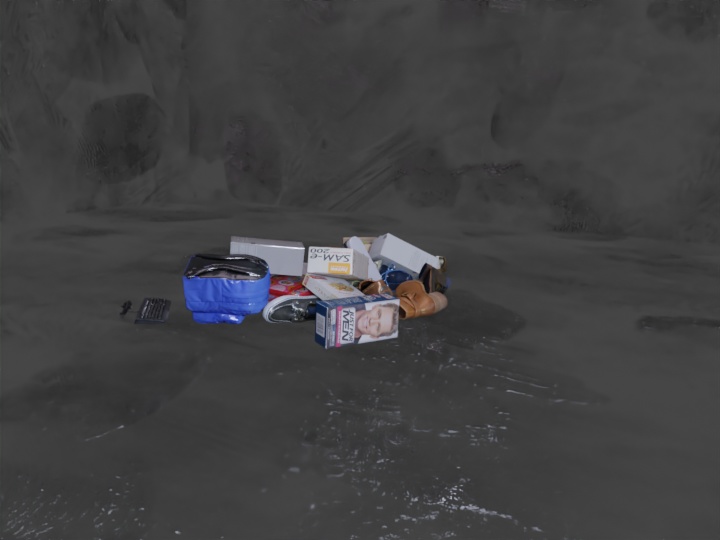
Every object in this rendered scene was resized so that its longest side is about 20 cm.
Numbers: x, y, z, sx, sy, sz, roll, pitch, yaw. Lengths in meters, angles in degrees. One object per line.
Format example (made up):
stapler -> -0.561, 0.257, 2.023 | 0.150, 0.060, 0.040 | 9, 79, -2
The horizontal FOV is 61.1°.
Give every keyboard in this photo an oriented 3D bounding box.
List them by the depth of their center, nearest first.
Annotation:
keyboard -> -0.562, 0.101, 1.581 | 0.127, 0.021, 0.200 | 0, 12, -14

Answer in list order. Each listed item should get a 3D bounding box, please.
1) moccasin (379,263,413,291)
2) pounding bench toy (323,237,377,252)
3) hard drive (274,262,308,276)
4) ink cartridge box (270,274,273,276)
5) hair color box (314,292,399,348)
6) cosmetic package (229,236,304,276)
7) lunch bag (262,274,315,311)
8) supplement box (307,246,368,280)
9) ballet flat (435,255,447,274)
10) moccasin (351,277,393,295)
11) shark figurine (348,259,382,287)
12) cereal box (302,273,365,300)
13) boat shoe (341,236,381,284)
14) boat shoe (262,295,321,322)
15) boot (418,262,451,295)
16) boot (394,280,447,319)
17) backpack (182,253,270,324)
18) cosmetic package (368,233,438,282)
moccasin -> 0.069, 0.019, 1.919 | 0.199, 0.068, 0.081 | 2, 45, 34
pounding bench toy -> -0.020, -0.038, 2.067 | 0.199, 0.125, 0.156 | -1, 13, -14
hard drive -> -0.196, 0.007, 1.887 | 0.200, 0.026, 0.132 | 7, 23, -36
ink cartridge box -> -0.323, 0.029, 1.709 | 0.200, 0.044, 0.198 | -23, 5, 16
hair color box -> -0.006, 0.116, 1.434 | 0.199, 0.100, 0.060 | -6, 16, -32
cosmetic package -> -0.255, -0.039, 1.668 | 0.199, 0.091, 0.107 | 1, 11, -12
lunch bag -> -0.175, 0.068, 1.685 | 0.176, 0.082, 0.200 | 12, 17, 21
supplement box -> -0.058, -0.017, 1.694 | 0.126, 0.074, 0.200 | 3, -5, 13
ballet flat -> 0.265, -0.013, 2.127 | 0.068, 0.073, 0.200 | 7, 14, 21
moccasin -> 0.022, 0.055, 1.695 | 0.073, 0.078, 0.201 | -25, 4, -15
shark figurine -> -0.041, 0.027, 1.899 | 0.214, 0.129, 0.090 | 3, -20, 7
cereal box -> -0.043, 0.071, 1.600 | 0.144, 0.040, 0.200 | 11, 18, -45
boat shoe -> 0.000, 0.000, 1.827 | 0.072, 0.200, 0.068 | -22, -6, -43
boat shoe -> -0.152, 0.100, 1.555 | 0.200, 0.069, 0.057 | -8, 26, -37
boot -> 0.231, 0.045, 1.822 | 0.097, 0.075, 0.200 | 25, 25, -8
boot -> 0.122, 0.082, 1.688 | 0.154, 0.074, 0.200 | -14, 15, -35
backpack -> -0.325, 0.044, 1.526 | 0.199, 0.168, 0.163 | -2, 29, -5
cosmetic package -> 0.135, -0.037, 1.953 | 0.200, 0.081, 0.113 | 23, -17, -17
